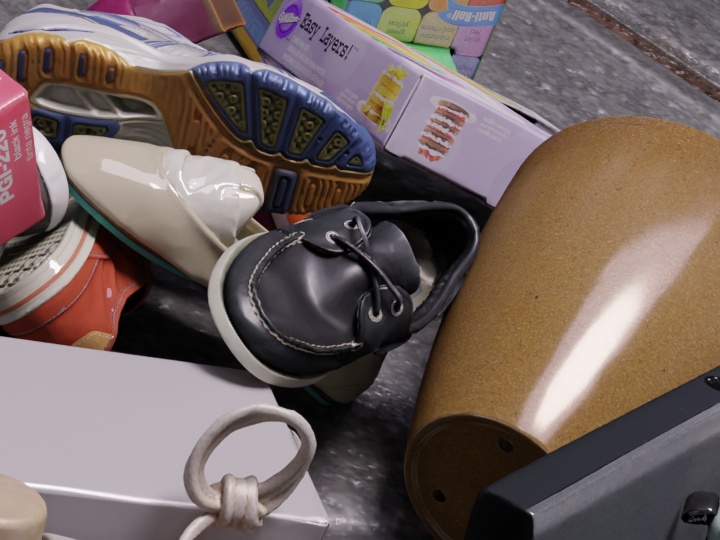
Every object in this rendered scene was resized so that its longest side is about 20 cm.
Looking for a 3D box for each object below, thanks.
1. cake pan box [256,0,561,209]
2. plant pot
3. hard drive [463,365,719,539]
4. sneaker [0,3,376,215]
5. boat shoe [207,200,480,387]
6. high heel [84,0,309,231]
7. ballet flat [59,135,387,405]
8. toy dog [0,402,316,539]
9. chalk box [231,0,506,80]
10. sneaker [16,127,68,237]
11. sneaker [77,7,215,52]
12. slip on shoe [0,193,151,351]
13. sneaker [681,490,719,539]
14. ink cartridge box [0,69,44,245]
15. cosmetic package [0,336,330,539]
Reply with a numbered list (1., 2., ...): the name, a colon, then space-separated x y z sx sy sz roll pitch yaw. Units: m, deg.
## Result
1. cake pan box: 0.061 -0.076 1.360 0.199 0.052 0.184 26 11 -30
2. plant pot: 0.108 0.053 1.171 0.186 0.187 0.200 30 42 13
3. hard drive: 0.099 0.129 1.037 0.033 0.140 0.200 26 27 29
4. sneaker: -0.086 -0.092 1.221 0.199 0.076 0.088 19 26 -7
5. boat shoe: 0.001 0.002 1.111 0.199 0.066 0.075 -7 69 -62
6. high heel: -0.084 -0.058 1.294 0.067 0.096 0.201 -10 80 -65
7. ballet flat: -0.055 -0.014 1.180 0.200 0.069 0.070 40 19 -26
8. toy dog: -0.089 0.137 0.910 0.199 0.133 0.096 -10 28 -16
9. chalk box: 0.006 -0.168 1.518 0.124 0.124 0.200 5 32 -31
10. sneaker: -0.235 -0.038 1.150 0.199 0.077 0.082 9 37 20
11. sneaker: -0.104 -0.081 1.337 0.199 0.076 0.088 14 35 -18
12. slip on shoe: -0.133 -0.005 1.198 0.061 0.074 0.200 55 16 -15
13. sneaker: 0.160 0.174 1.007 0.073 0.119 0.201 5 39 2
14. ink cartridge box: -0.258 -0.038 1.044 0.200 0.085 0.146 -36 58 -28
15. cosmetic package: -0.126 0.090 0.997 0.199 0.085 0.108 11 29 -25
